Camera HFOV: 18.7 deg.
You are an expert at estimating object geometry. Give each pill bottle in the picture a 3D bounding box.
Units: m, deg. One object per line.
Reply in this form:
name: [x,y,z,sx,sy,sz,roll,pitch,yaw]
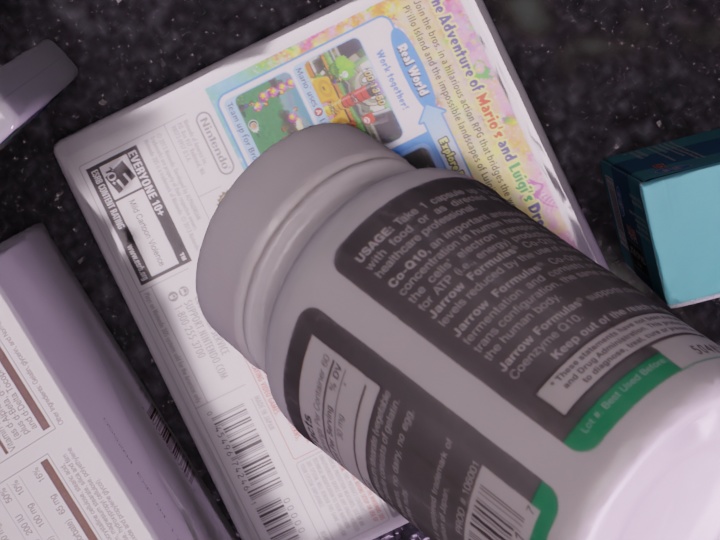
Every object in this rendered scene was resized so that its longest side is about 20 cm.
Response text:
pill bottle: [0.039,0.034,0.775,0.200,0.113,0.114,37,97,34]

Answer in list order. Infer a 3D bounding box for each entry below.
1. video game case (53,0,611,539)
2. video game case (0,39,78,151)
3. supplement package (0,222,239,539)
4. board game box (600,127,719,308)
video game case: [0.000,0.000,0.881,0.181,0.024,0.201,-26,94,4]
video game case: [-0.182,-0.010,0.795,0.182,0.200,0.023,-43,98,5]
supplement package: [-0.123,0.100,0.828,0.110,0.156,0.201,-31,95,2]
board game box: [0.196,-0.039,0.807,0.198,0.151,0.047,-14,96,3]
